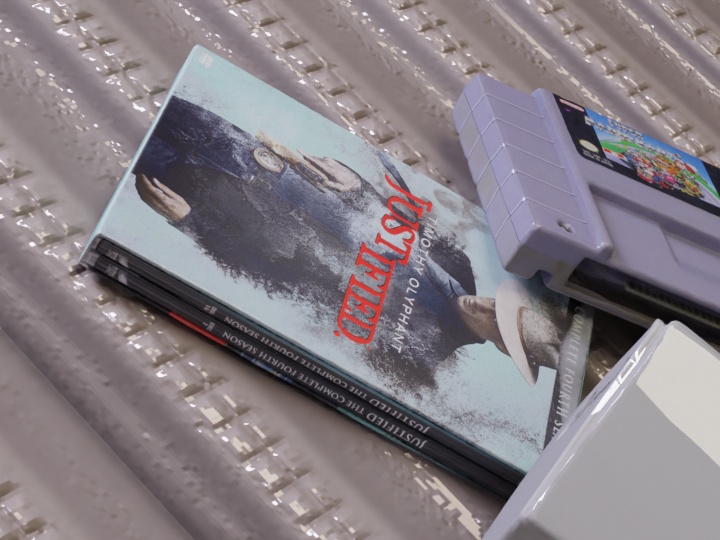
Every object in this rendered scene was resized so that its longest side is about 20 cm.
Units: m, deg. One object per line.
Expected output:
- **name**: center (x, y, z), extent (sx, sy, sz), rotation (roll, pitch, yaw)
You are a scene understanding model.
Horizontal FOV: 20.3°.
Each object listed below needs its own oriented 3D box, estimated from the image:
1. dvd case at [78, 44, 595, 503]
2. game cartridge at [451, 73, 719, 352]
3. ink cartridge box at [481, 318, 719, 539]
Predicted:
- **dvd case**: center (0.000, 0.000, 0.793), extent (0.199, 0.022, 0.146), rotation (31, 36, -8)
- **game cartridge**: center (0.139, -0.014, 0.890), extent (0.199, 0.038, 0.130), rotation (21, 34, -23)
- **ink cartridge box**: center (0.135, 0.123, 0.643), extent (0.200, 0.147, 0.083), rotation (39, 71, 7)
